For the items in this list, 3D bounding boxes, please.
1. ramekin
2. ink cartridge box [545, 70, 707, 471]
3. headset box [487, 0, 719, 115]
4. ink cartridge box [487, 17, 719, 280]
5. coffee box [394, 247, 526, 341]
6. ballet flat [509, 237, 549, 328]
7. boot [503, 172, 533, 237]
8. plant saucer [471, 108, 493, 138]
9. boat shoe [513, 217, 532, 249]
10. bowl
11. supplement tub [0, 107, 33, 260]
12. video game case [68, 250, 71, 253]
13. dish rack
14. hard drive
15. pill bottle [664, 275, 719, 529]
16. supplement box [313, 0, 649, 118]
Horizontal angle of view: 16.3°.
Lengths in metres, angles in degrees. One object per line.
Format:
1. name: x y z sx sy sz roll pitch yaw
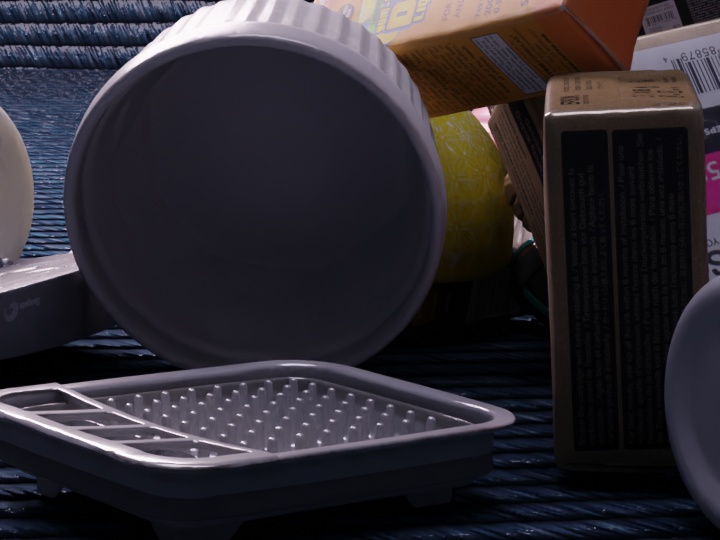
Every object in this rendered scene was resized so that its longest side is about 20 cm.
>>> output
1. ramekin: -0.051 -0.050 1.328 0.199 0.201 0.105 2 26 4
2. ink cartridge box: 0.127 -0.006 1.201 0.075 0.166 0.200 -1 8 5
3. headset box: 0.154 -0.144 1.532 0.148 0.075 0.200 -18 -7 -8
4. ink cartridge box: 0.193 -0.050 1.400 0.199 0.166 0.075 -15 -22 -18
5. coffee box: 0.000 0.000 1.511 0.123 0.044 0.199 27 23 37
6. ballet flat: 0.185 0.003 1.541 0.199 0.068 0.069 -14 50 -25
7. boot: 0.196 -0.062 1.487 0.199 0.167 0.072 27 -22 -6
8. plant saucer: 0.137 -0.057 1.683 0.199 0.051 0.201 21 -9 4
9. boat shoe: 0.101 -0.014 1.639 0.066 0.072 0.201 31 -17 -21
10. bowl: 0.004 -0.078 1.502 0.199 0.108 0.200 10 18 -3
11. supplement tub: -0.314 -0.051 1.534 0.199 0.146 0.144 9 12 39
12. video game case: -0.102 -0.001 1.650 0.181 0.023 0.200 2 10 2
13. dish rack: -0.050 0.078 1.089 0.199 0.044 0.171 -6 11 -38
14. hard drive: -0.198 0.020 1.361 0.134 0.043 0.200 -8 5 22
15. pill bottle: 0.240 0.051 1.068 0.199 0.117 0.116 -4 10 -27
16. supplement box: 0.057 -0.131 1.359 0.199 0.067 0.069 -11 -38 43
